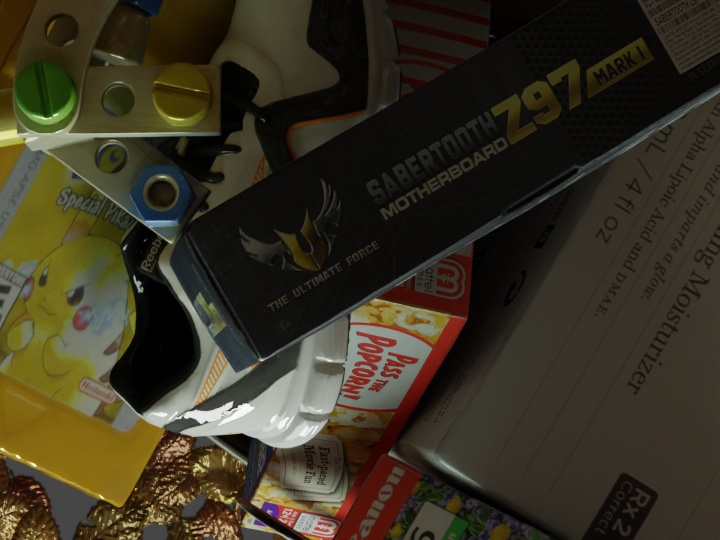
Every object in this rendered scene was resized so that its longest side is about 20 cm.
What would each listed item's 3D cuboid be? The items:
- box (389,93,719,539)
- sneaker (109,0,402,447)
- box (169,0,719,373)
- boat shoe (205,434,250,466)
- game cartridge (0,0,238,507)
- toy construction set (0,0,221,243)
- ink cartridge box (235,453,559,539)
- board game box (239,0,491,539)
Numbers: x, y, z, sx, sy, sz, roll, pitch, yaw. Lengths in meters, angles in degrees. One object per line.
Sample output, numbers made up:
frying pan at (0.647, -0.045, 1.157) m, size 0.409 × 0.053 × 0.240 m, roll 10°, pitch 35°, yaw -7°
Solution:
box at (0.113, 0.021, 1.104) m, size 0.130 × 0.200 × 0.200 m, roll 31°, pitch 174°, yaw -7°
sneaker at (-0.040, -0.030, 0.958) m, size 0.080 × 0.201 × 0.074 m, roll -1°, pitch -165°, yaw -33°
box at (0.035, -0.038, 0.862) m, size 0.199 × 0.051 × 0.158 m, roll -30°, pitch 179°, yaw -6°
boat shoe at (0.006, 0.098, 1.216) m, size 0.201 × 0.060 × 0.072 m, roll 39°, pitch 149°, yaw -7°
game cartridge at (-0.092, -0.026, 0.977) m, size 0.032 × 0.201 × 0.176 m, roll 29°, pitch 177°, yaw 36°
toy construction set at (-0.132, -0.091, 0.814) m, size 0.199 × 0.132 × 0.092 m, roll 12°, pitch 176°, yaw -13°
ink cartridge box at (0.050, 0.122, 1.046) m, size 0.109 × 0.051 × 0.200 m, roll 36°, pitch 172°, yaw -39°
board game box at (0.000, 0.000, 1.096) m, size 0.046 × 0.152 × 0.200 m, roll 12°, pitch 148°, yaw -9°
